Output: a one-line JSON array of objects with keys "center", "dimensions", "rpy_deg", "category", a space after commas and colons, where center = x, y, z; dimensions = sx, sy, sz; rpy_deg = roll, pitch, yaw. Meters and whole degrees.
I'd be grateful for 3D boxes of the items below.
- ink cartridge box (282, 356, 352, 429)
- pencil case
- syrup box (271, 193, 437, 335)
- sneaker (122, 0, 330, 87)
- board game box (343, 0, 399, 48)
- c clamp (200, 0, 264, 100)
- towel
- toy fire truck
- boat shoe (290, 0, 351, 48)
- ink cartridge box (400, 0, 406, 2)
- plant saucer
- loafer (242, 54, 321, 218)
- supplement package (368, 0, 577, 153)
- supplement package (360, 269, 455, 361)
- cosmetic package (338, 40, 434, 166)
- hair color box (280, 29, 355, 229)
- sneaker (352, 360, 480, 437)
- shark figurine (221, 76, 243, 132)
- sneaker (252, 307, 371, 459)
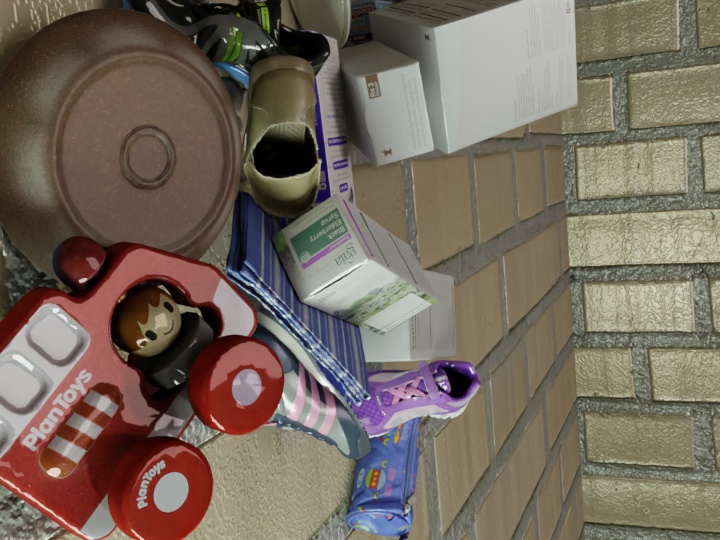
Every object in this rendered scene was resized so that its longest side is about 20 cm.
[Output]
[{"center": [-0.047, 0.071, 0.945], "dimensions": [0.094, 0.044, 0.201], "rpy_deg": [10, 79, -66], "category": "ink cartridge box"}, {"center": [0.039, 0.237, 1.089], "dimensions": [0.078, 0.087, 0.201], "rpy_deg": [43, 45, -37], "category": "pencil case"}, {"center": [0.000, 0.000, 0.868], "dimensions": [0.082, 0.079, 0.200], "rpy_deg": [63, 15, 24], "category": "syrup box"}, {"center": [-0.108, -0.204, 0.716], "dimensions": [0.199, 0.083, 0.071], "rpy_deg": [10, 57, -43], "category": "sneaker"}, {"center": [0.033, -0.300, 1.152], "dimensions": [0.200, 0.061, 0.201], "rpy_deg": [67, 30, -43], "category": "board game box"}, {"center": [-0.130, -0.254, 0.793], "dimensions": [0.171, 0.027, 0.200], "rpy_deg": [-71, 150, -42], "category": "c clamp"}, {"center": [-0.059, 0.025, 0.823], "dimensions": [0.200, 0.024, 0.145], "rpy_deg": [50, 16, -29], "category": "towel"}, {"center": [-0.158, 0.069, 0.558], "dimensions": [0.168, 0.112, 0.200], "rpy_deg": [51, 62, -34], "category": "toy fire truck"}, {"center": [-0.047, -0.348, 0.948], "dimensions": [0.062, 0.072, 0.201], "rpy_deg": [-53, 131, -52], "category": "boat shoe"}, {"center": [0.111, -0.376, 1.209], "dimensions": [0.200, 0.084, 0.145], "rpy_deg": [-116, -174, -56], "category": "ink cartridge box"}, {"center": [-0.156, -0.079, 0.596], "dimensions": [0.200, 0.037, 0.202], "rpy_deg": [-11, 106, -43], "category": "plant saucer"}, {"center": [-0.073, -0.103, 0.768], "dimensions": [0.200, 0.076, 0.068], "rpy_deg": [91, -3, -59], "category": "loafer"}, {"center": [0.140, -0.261, 1.052], "dimensions": [0.199, 0.151, 0.152], "rpy_deg": [-23, 121, -21], "category": "supplement package"}, {"center": [0.041, 0.057, 1.073], "dimensions": [0.200, 0.109, 0.114], "rpy_deg": [12, 76, -68], "category": "supplement package"}, {"center": [0.017, -0.195, 0.971], "dimensions": [0.200, 0.074, 0.102], "rpy_deg": [-124, -161, -64], "category": "cosmetic package"}, {"center": [-0.053, -0.144, 0.903], "dimensions": [0.109, 0.064, 0.201], "rpy_deg": [-40, 123, -75], "category": "hair color box"}, {"center": [0.065, 0.148, 1.048], "dimensions": [0.199, 0.088, 0.081], "rpy_deg": [-7, 72, -28], "category": "sneaker"}, {"center": [-0.130, -0.088, 0.698], "dimensions": [0.128, 0.089, 0.216], "rpy_deg": [40, 52, -57], "category": "shark figurine"}, {"center": [-0.066, 0.131, 0.835], "dimensions": [0.082, 0.070, 0.200], "rpy_deg": [-45, 117, -18], "category": "sneaker"}]
